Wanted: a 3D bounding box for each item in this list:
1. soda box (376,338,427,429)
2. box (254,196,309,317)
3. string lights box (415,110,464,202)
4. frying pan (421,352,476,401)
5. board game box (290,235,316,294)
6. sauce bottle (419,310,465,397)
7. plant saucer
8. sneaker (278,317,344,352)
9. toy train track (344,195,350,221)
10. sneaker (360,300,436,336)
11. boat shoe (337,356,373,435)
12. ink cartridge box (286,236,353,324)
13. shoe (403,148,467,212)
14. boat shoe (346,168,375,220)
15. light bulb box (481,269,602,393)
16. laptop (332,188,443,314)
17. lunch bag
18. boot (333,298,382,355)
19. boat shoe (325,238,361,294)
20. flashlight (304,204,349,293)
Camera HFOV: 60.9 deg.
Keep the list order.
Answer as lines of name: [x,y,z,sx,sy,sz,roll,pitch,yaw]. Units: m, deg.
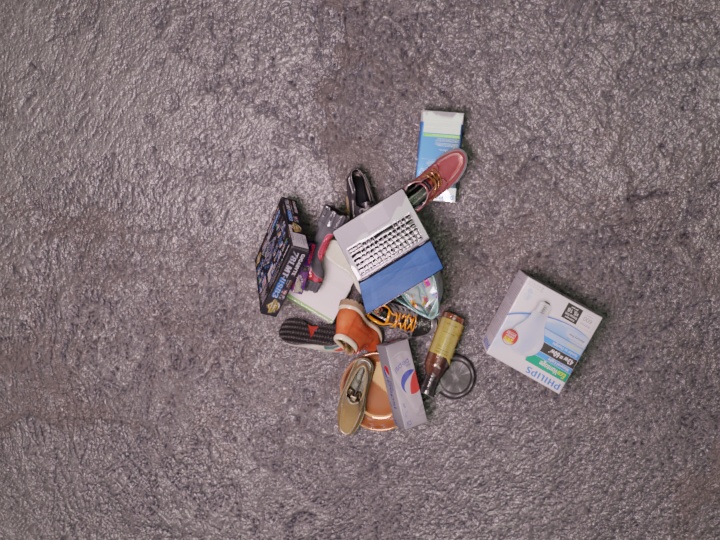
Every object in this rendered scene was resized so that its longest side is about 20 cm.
soda box: [0.098,0.269,1.465,0.062,0.068,0.205,-13,89,-20]
box: [-0.189,-0.033,1.430,0.049,0.200,0.202,15,122,-24]
string lights box: [0.183,-0.266,1.440,0.100,0.059,0.206,6,99,7]
frying pan: [0.196,0.268,1.508,0.185,0.031,0.118,-11,89,-5]
board game box: [-0.160,-0.033,1.455,0.032,0.200,0.123,17,100,-26]
sauce bottle: [0.192,0.202,1.475,0.065,0.066,0.204,21,85,4]
plant saucer: [0.046,0.302,1.546,0.195,0.037,0.206,1,98,8]
sneaker: [-0.113,0.174,1.533,0.195,0.094,0.072,3,60,30]
toy train track: [0.021,-0.124,1.495,0.194,0.033,0.118,-4,77,2]
sneaker: [0.090,0.118,1.496,0.195,0.077,0.080,14,97,4]
boat shoe: [-0.019,0.314,1.499,0.070,0.076,0.205,12,100,6]
ink cartridge box: [-0.084,0.011,1.522,0.143,0.048,0.203,29,77,2]
shoe: [0.161,-0.196,1.376,0.199,0.091,0.072,-41,91,12]
boat shoe: [0.004,-0.145,1.450,0.071,0.063,0.205,-11,77,-1]
light bulb box: [0.415,0.139,1.429,0.195,0.125,0.203,27,99,3]
laptop: [0.052,-0.045,1.294,0.185,0.116,0.203,-30,85,8]
lunch bag: [0.128,0.011,1.427,0.120,0.170,0.204,-25,91,9]
boot: [-0.009,0.163,1.459,0.073,0.201,0.109,-3,58,27]
boat shoe: [0.002,-0.002,1.472,0.201,0.060,0.072,43,114,6]
flashlight: [-0.087,-0.048,1.432,0.068,0.067,0.203,36,110,25]
